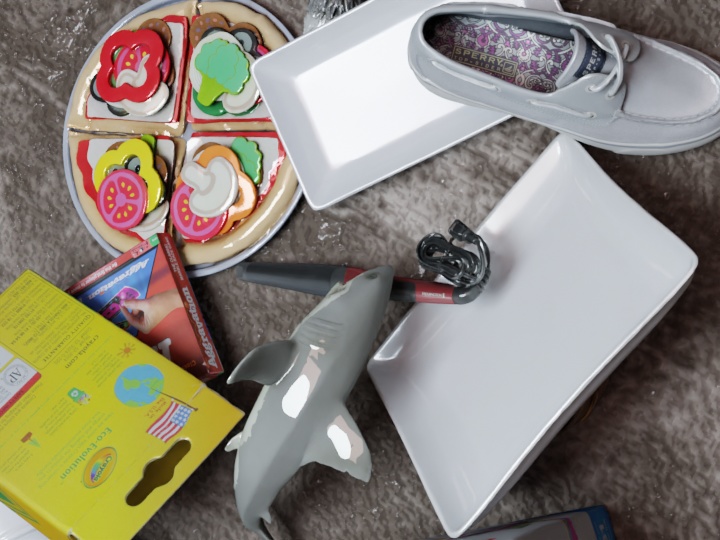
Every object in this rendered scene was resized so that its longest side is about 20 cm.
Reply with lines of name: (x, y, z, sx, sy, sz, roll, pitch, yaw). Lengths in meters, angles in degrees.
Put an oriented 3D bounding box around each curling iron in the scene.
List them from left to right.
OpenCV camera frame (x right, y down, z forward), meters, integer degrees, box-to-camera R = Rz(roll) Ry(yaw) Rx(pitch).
curling iron: (0.000, 0.000, 0.933, 0.200, 0.026, 0.050, -4, 62, 39)

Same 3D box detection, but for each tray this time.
tray: (0.037, -0.126, 0.937, 0.200, 0.022, 0.108, -25, 86, 16)

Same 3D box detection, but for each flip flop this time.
flip flop: (0.121, 0.056, 0.879, 0.200, 0.058, 0.081, -58, 26, -5)

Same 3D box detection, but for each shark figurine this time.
shark figurine: (-0.031, 0.110, 0.878, 0.089, 0.128, 0.215, 32, 117, 20)

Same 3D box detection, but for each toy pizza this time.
toy pizza: (-0.123, -0.095, 1.003, 0.200, 0.032, 0.201, -3, 83, 23)

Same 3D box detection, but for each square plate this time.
square plate: (0.094, 0.033, 0.852, 0.198, 0.028, 0.200, -50, 27, 11)

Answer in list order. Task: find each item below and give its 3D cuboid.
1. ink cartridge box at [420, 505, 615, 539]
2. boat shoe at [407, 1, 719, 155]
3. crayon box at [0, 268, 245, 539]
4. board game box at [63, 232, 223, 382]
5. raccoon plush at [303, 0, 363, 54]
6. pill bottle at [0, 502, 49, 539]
ink cartridge box: (0.056, 0.190, 0.818, 0.144, 0.200, 0.085, -15, 82, 20)
boat shoe: (0.126, -0.119, 0.863, 0.200, 0.069, 0.072, 18, 87, 5)
crayon box: (-0.180, 0.097, 0.929, 0.200, 0.051, 0.127, 30, 64, 28)
board game box: (-0.189, 0.065, 1.013, 0.200, 0.019, 0.103, -30, 76, 27)
raccoon plush: (-0.003, -0.241, 0.910, 0.097, 0.134, 0.201, 8, 89, 23)
pill bottle: (-0.191, 0.245, 0.966, 0.112, 0.112, 0.200, -35, 73, 17)
